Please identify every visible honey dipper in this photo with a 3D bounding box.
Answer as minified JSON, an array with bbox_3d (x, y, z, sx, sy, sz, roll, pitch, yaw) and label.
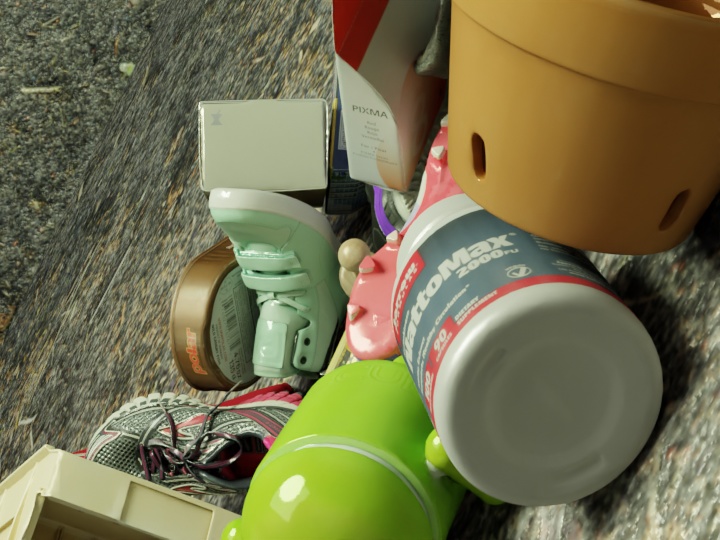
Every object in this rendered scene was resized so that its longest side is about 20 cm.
[{"bbox_3d":[0.000,0.000,1.196,0.200,0.038,0.038,63,-130,-86],"label":"honey dipper"}]

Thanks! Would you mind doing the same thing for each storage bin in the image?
[{"bbox_3d":[-0.188,0.228,1.285,0.198,0.199,0.095,-36,35,56],"label":"storage bin"}]

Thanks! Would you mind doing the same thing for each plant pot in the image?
[{"bbox_3d":[0.126,-0.102,0.859,0.201,0.198,0.141,-100,23,-60],"label":"plant pot"}]

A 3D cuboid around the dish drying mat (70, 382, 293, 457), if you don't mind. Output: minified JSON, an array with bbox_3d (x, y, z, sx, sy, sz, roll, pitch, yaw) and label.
[{"bbox_3d":[-0.147,0.134,1.360,0.077,0.198,0.018,-153,45,-73],"label":"dish drying mat"}]

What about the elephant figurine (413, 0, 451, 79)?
[{"bbox_3d":[0.106,-0.157,1.108,0.142,0.154,0.200,58,149,16],"label":"elephant figurine"}]

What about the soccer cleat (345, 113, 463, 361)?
[{"bbox_3d":[0.051,-0.014,1.098,0.066,0.077,0.201,11,61,26],"label":"soccer cleat"}]

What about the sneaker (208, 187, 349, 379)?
[{"bbox_3d":[-0.063,0.018,1.272,0.073,0.200,0.119,5,70,29],"label":"sneaker"}]

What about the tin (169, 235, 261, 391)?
[{"bbox_3d":[-0.086,0.026,1.345,0.200,0.041,0.113,-40,-49,-54],"label":"tin"}]

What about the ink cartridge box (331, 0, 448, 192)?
[{"bbox_3d":[0.033,-0.178,1.127,0.201,0.050,0.163,87,-158,-56],"label":"ink cartridge box"}]

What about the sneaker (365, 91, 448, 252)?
[{"bbox_3d":[0.040,-0.092,1.260,0.100,0.069,0.202,127,161,-51],"label":"sneaker"}]

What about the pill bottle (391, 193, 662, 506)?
[{"bbox_3d":[0.080,0.031,0.908,0.120,0.119,0.200,-61,18,14],"label":"pill bottle"}]

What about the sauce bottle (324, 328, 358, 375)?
[{"bbox_3d":[-0.002,0.100,1.148,0.202,0.066,0.066,-67,18,2],"label":"sauce bottle"}]

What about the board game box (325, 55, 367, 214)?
[{"bbox_3d":[0.007,-0.153,1.389,0.200,0.061,0.202,100,174,-79],"label":"board game box"}]

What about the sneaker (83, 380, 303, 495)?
[{"bbox_3d":[-0.126,0.135,1.258,0.198,0.081,0.075,-11,13,20],"label":"sneaker"}]

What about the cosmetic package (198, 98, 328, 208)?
[{"bbox_3d":[-0.078,-0.092,1.352,0.200,0.104,0.072,119,149,-88],"label":"cosmetic package"}]

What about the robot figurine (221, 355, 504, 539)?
[{"bbox_3d":[0.000,0.129,0.967,0.174,0.116,0.200,-26,14,25],"label":"robot figurine"}]
